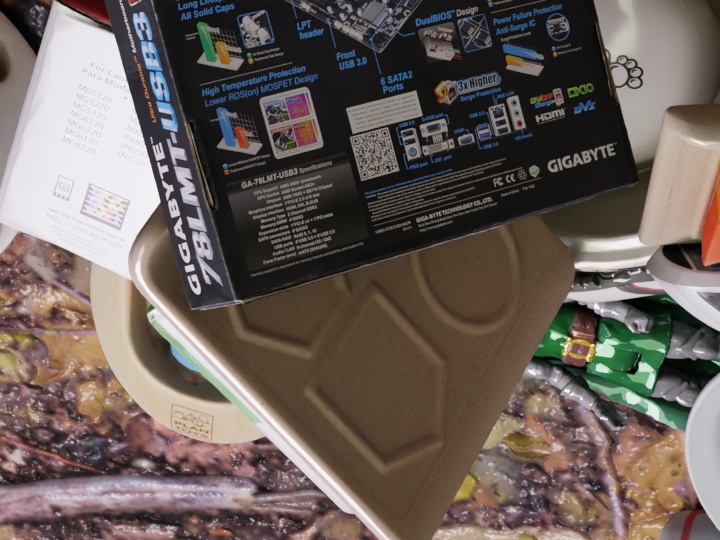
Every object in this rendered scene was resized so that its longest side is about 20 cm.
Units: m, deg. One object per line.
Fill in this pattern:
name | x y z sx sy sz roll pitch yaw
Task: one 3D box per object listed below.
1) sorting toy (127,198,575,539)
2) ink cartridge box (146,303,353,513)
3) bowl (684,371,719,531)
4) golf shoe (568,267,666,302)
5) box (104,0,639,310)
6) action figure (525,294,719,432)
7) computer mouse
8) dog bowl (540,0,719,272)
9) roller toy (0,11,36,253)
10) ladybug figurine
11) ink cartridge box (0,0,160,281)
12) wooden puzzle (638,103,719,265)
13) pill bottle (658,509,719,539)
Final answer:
sorting toy | 0.000 0.000 0.961 0.036 0.185 0.200 -12 125 45
ink cartridge box | -0.003 -0.008 1.072 0.083 0.200 0.147 -31 115 32
bowl | 0.266 0.083 1.077 0.201 0.090 0.201 21 141 18
golf shoe | 0.183 -0.012 1.092 0.200 0.077 0.088 -17 129 30
box | 0.000 -0.104 0.892 0.050 0.200 0.199 -13 94 62
action figure | 0.138 0.040 1.163 0.200 0.055 0.118 15 122 3
computer mouse | 0.229 0.007 1.002 0.200 0.110 0.044 -3 109 -1
dog bowl | 0.104 -0.101 1.029 0.200 0.074 0.200 7 124 11
roller toy | -0.262 -0.062 1.151 0.182 0.140 0.200 -2 128 20
ladybug figurine | -0.075 0.011 1.198 0.136 0.072 0.200 16 132 5
ink cartridge box | -0.075 -0.125 0.991 0.084 0.200 0.176 24 133 -1
wooden puzzle | 0.212 -0.033 0.910 0.185 0.037 0.200 -2 169 3
pill bottle | 0.267 0.182 1.206 0.200 0.109 0.109 -4 128 21
